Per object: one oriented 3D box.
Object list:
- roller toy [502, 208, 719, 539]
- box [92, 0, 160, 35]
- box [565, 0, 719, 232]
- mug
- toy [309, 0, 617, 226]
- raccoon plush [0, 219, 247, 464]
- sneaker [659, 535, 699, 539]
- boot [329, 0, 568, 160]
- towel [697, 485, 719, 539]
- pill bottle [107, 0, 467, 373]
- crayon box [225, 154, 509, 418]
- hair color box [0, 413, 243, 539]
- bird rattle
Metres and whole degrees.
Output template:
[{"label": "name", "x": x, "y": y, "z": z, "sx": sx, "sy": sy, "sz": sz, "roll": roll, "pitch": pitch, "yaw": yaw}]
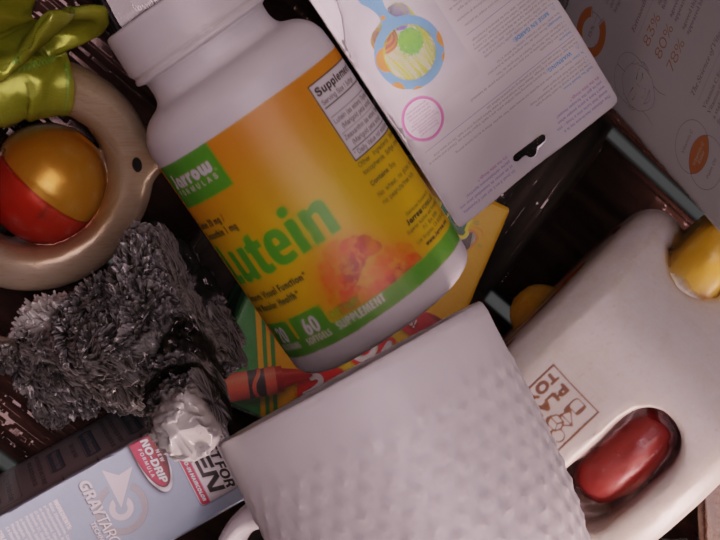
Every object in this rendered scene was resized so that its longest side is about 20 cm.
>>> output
[{"label": "roller toy", "x": 0.138, "y": 0.062, "z": 0.913, "sx": 0.140, "sy": 0.200, "sz": 0.182, "roll": 45, "pitch": 67, "yaw": 3}, {"label": "box", "x": -0.082, "y": -0.234, "z": 0.911, "sx": 0.199, "sy": 0.050, "sz": 0.159, "roll": -30, "pitch": 100, "yaw": -12}, {"label": "box", "x": 0.206, "y": -0.122, "z": 0.880, "sx": 0.097, "sy": 0.201, "sz": 0.125, "roll": -3, "pitch": 130, "yaw": -28}, {"label": "mug", "x": 0.015, "y": 0.138, "z": 0.805, "sx": 0.199, "sy": 0.147, "sz": 0.176, "roll": -29, "pitch": 88, "yaw": 22}, {"label": "toy", "x": 0.036, "y": -0.139, "z": 0.869, "sx": 0.115, "sy": 0.047, "sz": 0.201, "roll": -37, "pitch": 108, "yaw": -11}, {"label": "raccoon plush", "x": -0.140, "y": 0.053, "z": 0.839, "sx": 0.133, "sy": 0.200, "sz": 0.097, "roll": -31, "pitch": 103, "yaw": 9}, {"label": "sneaker", "x": 0.222, "y": 0.176, "z": 1.011, "sx": 0.139, "sy": 0.078, "sz": 0.201, "roll": 36, "pitch": 73, "yaw": -5}, {"label": "boot", "x": 0.052, "y": -0.163, "z": 0.924, "sx": 0.129, "sy": 0.068, "sz": 0.202, "roll": 8, "pitch": 84, "yaw": -26}, {"label": "towel", "x": 0.267, "y": 0.144, "z": 0.980, "sx": 0.131, "sy": 0.035, "sz": 0.202, "roll": 4, "pitch": 58, "yaw": -1}, {"label": "pill bottle", "x": -0.041, "y": -0.058, "z": 0.852, "sx": 0.111, "sy": 0.111, "sz": 0.201, "roll": -36, "pitch": 100, "yaw": -10}, {"label": "crayon box", "x": 0.000, "y": 0.000, "z": 0.950, "sx": 0.126, "sy": 0.051, "sz": 0.202, "roll": 23, "pitch": 87, "yaw": -15}, {"label": "hair color box", "x": -0.163, "y": 0.135, "z": 0.890, "sx": 0.199, "sy": 0.099, "sz": 0.061, "roll": -29, "pitch": 101, "yaw": -11}, {"label": "bird rattle", "x": -0.189, "y": -0.052, "z": 0.875, "sx": 0.163, "sy": 0.113, "sz": 0.201, "roll": 35, "pitch": 88, "yaw": -31}]
